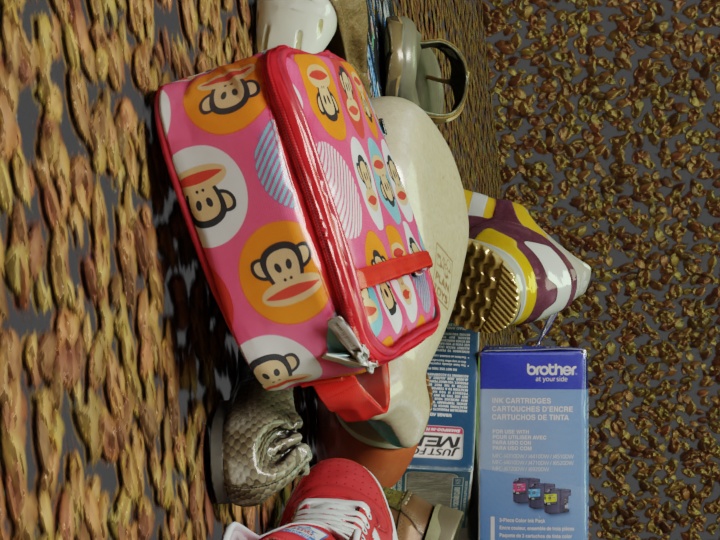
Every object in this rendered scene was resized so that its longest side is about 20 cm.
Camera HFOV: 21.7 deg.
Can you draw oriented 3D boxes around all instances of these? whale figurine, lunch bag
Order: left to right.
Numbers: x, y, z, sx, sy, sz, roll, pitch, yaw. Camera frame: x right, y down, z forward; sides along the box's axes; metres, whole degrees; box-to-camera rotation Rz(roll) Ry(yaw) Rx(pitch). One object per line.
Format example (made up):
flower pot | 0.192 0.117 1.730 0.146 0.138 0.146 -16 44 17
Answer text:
lunch bag | -0.022 -0.013 0.895 0.200 0.082 0.177 -19 91 -78
whale figurine | 0.000 0.000 1.075 0.159 0.103 0.201 44 43 -60

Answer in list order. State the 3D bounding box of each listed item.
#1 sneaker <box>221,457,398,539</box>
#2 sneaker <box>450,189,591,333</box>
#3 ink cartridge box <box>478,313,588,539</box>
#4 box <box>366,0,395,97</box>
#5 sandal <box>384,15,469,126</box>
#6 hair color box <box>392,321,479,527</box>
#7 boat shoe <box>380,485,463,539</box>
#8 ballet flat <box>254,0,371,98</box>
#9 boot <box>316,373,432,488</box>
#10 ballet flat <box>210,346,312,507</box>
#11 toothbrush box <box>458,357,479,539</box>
sneaker | -0.023 0.139 0.948 0.200 0.071 0.113 -80 167 -53
sneaker | 0.055 -0.021 1.203 0.090 0.200 0.075 -10 125 -42
ink cartridge box | 0.118 0.120 1.278 0.136 0.076 0.201 17 72 -84
box | -0.005 -0.151 1.309 0.200 0.049 0.199 76 13 -54
sandal | 0.051 -0.140 1.352 0.200 0.054 0.081 32 54 -82
hair color box | 0.050 0.064 1.277 0.100 0.060 0.201 88 6 -61
boat shoe | -0.004 0.220 1.058 0.072 0.068 0.201 86 23 -69
ballet flat | -0.032 -0.127 1.110 0.200 0.068 0.072 82 26 -47
boot | -0.003 0.074 1.184 0.200 0.075 0.108 -93 -167 -57
ballet flat | -0.040 0.052 0.958 0.200 0.046 0.068 -80 164 -61
toothbrush box | 0.046 0.137 1.380 0.146 0.086 0.201 74 16 -58
